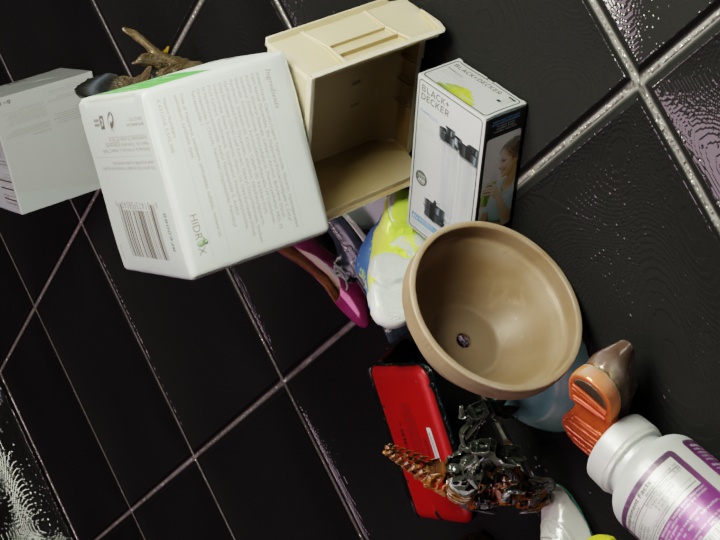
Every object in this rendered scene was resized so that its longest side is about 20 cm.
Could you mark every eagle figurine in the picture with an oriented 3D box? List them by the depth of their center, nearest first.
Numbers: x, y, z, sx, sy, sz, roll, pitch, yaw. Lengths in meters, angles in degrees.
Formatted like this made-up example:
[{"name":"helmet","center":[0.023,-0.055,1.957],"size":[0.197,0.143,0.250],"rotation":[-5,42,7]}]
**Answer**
[{"name":"eagle figurine","center":[-0.319,-0.271,2.048],"size":[0.152,0.151,0.200],"rotation":[56,139,-1]}]

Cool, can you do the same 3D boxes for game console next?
[{"name":"game console","center":[0.095,0.191,1.693],"size":[0.172,0.118,0.201],"rotation":[-7,104,55]}]

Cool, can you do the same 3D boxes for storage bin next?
[{"name":"storage bin","center":[-0.008,-0.177,1.521],"size":[0.094,0.198,0.201],"rotation":[42,142,35]}]

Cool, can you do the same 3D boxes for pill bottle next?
[{"name":"pill bottle","center":[0.320,0.233,1.349],"size":[0.200,0.112,0.113],"rotation":[42,142,37]}]

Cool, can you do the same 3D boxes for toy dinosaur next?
[{"name":"toy dinosaur","center":[0.130,0.228,1.553],"size":[0.102,0.199,0.136],"rotation":[61,141,41]}]

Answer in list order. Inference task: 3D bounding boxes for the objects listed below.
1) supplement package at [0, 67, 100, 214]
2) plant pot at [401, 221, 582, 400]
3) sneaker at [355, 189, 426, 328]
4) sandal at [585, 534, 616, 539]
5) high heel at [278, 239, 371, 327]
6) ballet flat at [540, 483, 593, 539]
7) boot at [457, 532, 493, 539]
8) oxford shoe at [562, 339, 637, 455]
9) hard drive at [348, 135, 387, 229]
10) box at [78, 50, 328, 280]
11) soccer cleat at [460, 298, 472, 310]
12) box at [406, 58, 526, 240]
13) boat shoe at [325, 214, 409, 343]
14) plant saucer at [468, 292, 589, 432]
[{"name":"supplement package","center":[-0.553,-0.228,2.382],"size":[0.147,0.190,0.201],"rotation":[16,122,55]},{"name":"plant pot","center":[0.127,0.056,1.451],"size":[0.202,0.200,0.093],"rotation":[57,145,17]},{"name":"sneaker","center":[0.035,0.004,1.603],"size":[0.075,0.201,0.105],"rotation":[24,139,-11]},{"name":"sandal","center":[0.325,0.349,1.474],"size":[0.199,0.080,0.087],"rotation":[22,159,45]},{"name":"high heel","center":[-0.064,0.001,1.835],"size":[0.201,0.095,0.067],"rotation":[62,150,10]},{"name":"ballet flat","center":[0.247,0.347,1.592],"size":[0.069,0.069,0.201],"rotation":[-30,83,60]},{"name":"boot","center":[0.186,0.452,1.757],"size":[0.200,0.072,0.156],"rotation":[44,142,44]},{"name":"oxford shoe","center":[0.261,0.143,1.441],"size":[0.071,0.073,0.200],"rotation":[38,159,22]},{"name":"hard drive","center":[-0.017,-0.119,1.750],"size":[0.200,0.026,0.133],"rotation":[8,116,57]},{"name":"box","center":[-0.168,-0.112,1.457],"size":[0.199,0.170,0.202],"rotation":[6,113,60]},{"name":"soccer cleat","center":[0.100,0.023,1.614],"size":[0.065,0.084,0.200],"rotation":[49,179,-17]},{"name":"box","center":[0.113,-0.115,1.505],"size":[0.117,0.060,0.201],"rotation":[42,141,37]},{"name":"boat shoe","center":[0.000,0.000,1.727],"size":[0.200,0.062,0.075],"rotation":[53,178,1]},{"name":"plant saucer","center":[0.181,0.097,1.562],"size":[0.200,0.036,0.201],"rotation":[38,140,41]}]
